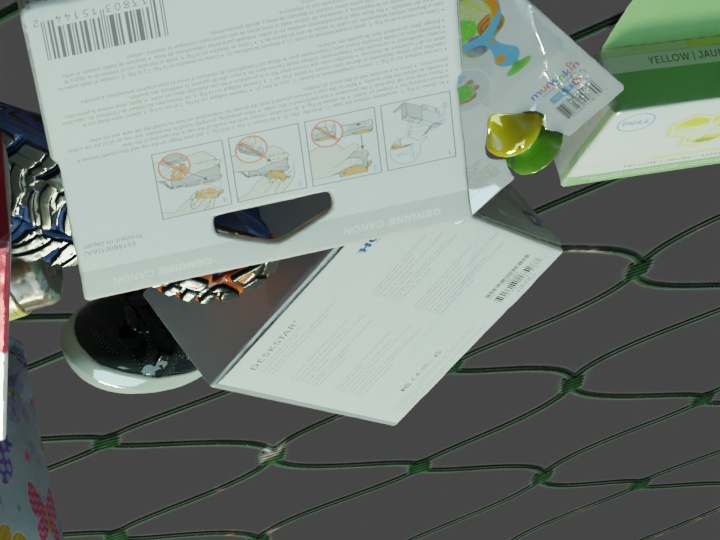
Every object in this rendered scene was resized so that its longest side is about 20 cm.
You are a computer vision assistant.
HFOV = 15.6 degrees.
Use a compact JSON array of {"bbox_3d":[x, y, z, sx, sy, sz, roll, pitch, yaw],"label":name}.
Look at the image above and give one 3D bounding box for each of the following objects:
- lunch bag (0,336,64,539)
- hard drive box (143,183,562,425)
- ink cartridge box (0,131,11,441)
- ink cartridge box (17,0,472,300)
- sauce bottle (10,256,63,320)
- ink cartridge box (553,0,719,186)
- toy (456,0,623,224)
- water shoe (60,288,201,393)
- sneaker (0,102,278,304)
[{"bbox_3d":[-0.267,0.117,1.545,0.127,0.170,0.200,-22,159,22],"label":"lunch bag"},{"bbox_3d":[0.000,0.000,1.498,0.156,0.077,0.200,-47,151,15],"label":"hard drive box"},{"bbox_3d":[-0.270,0.010,1.276,0.199,0.086,0.148,1,137,-10],"label":"ink cartridge box"},{"bbox_3d":[-0.051,-0.084,1.239,0.199,0.045,0.177,-12,132,-7],"label":"ink cartridge box"},{"bbox_3d":[-0.264,0.020,1.442,0.199,0.065,0.065,-20,160,7],"label":"sauce bottle"},{"bbox_3d":[0.201,-0.115,1.464,0.145,0.048,0.200,-8,162,-18],"label":"ink cartridge box"},{"bbox_3d":[0.030,-0.113,1.306,0.115,0.047,0.200,-39,131,16],"label":"toy"},{"bbox_3d":[-0.088,0.016,1.588,0.199,0.072,0.079,-11,144,-33],"label":"water shoe"},{"bbox_3d":[-0.135,-0.045,1.358,0.199,0.079,0.075,23,128,-35],"label":"sneaker"}]
